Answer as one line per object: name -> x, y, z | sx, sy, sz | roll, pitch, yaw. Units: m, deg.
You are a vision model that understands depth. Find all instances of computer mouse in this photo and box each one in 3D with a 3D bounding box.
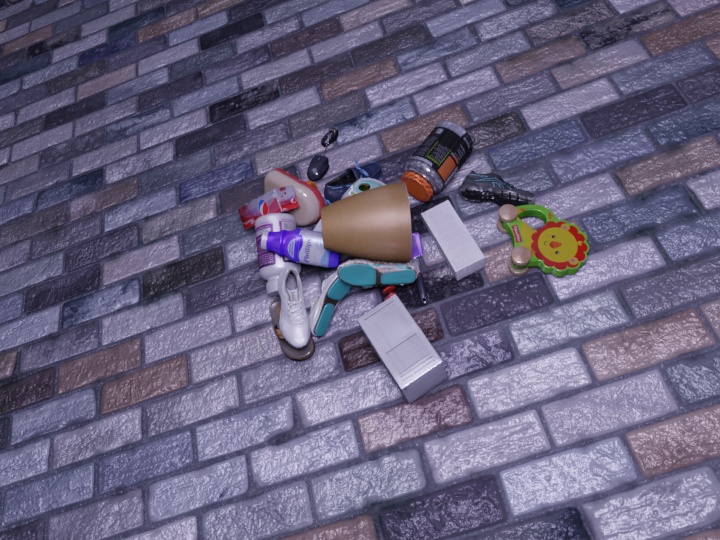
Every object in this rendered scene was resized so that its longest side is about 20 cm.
computer mouse -> -0.112, -0.353, 1.673 | 0.058, 0.034, 0.202 | 7, 64, 21

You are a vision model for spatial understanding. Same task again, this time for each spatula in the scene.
spatula -> 0.142, -0.004, 1.410 | 0.056, 0.021, 0.202 | -13, 59, 7

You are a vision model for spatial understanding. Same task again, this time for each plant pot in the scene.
plant pot -> 0.009, -0.103, 1.295 | 0.197, 0.187, 0.188 | -6, 59, -2

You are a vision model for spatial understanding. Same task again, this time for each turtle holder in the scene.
turtle holder -> 0.007, -0.153, 1.443 | 0.132, 0.141, 0.186 | 44, 85, -11

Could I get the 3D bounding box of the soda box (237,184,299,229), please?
soda box -> -0.254, -0.171, 1.527 | 0.199, 0.070, 0.064 | -17, 94, 49

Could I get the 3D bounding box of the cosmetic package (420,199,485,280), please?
cosmetic package -> 0.232, -0.078, 1.408 | 0.082, 0.051, 0.201 | -24, 57, -1

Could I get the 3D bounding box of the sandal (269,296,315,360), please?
sandal -> -0.181, 0.140, 1.404 | 0.081, 0.055, 0.201 | -28, 58, -1

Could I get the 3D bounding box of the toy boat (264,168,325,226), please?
toy boat -> -0.172, -0.215, 1.578 | 0.199, 0.132, 0.130 | 32, 44, 29

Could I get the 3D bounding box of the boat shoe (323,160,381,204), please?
boat shoe -> -0.015, -0.251, 1.545 | 0.084, 0.069, 0.200 | 30, 56, 31

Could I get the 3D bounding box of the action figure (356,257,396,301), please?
action figure -> 0.000, 0.000, 1.422 | 0.098, 0.066, 0.201 | -26, 57, -10

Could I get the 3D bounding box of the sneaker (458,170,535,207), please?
sneaker -> 0.354, -0.213, 1.434 | 0.198, 0.076, 0.080 | 16, 65, 23

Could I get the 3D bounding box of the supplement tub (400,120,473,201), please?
supplement tub -> 0.202, -0.290, 1.494 | 0.122, 0.123, 0.201 | 30, 73, 28

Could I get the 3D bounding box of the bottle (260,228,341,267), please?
bottle -> -0.145, -0.061, 1.379 | 0.197, 0.065, 0.085 | 10, 107, 2

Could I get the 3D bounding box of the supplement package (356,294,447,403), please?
supplement package -> 0.095, 0.178, 1.269 | 0.113, 0.110, 0.201 | -32, 57, -3

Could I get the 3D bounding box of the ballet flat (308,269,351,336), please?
ballet flat -> -0.081, 0.065, 1.386 | 0.069, 0.069, 0.202 | 31, 97, 29

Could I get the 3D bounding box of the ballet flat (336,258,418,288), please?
ballet flat -> 0.040, 0.002, 1.349 | 0.197, 0.076, 0.064 | 4, 28, -8

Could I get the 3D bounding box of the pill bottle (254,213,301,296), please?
pill bottle -> -0.214, -0.039, 1.463 | 0.111, 0.112, 0.203 | -9, 78, 11

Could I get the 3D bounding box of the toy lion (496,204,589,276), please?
toy lion -> 0.443, -0.075, 1.344 | 0.189, 0.069, 0.202 | -9, 59, 3

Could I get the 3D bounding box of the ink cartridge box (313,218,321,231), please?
ink cartridge box -> -0.077, -0.100, 1.518 | 0.099, 0.039, 0.201 | 23, 69, 26

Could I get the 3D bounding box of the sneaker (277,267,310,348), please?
sneaker -> -0.165, 0.087, 1.344 | 0.074, 0.087, 0.202 | -10, 75, -13
